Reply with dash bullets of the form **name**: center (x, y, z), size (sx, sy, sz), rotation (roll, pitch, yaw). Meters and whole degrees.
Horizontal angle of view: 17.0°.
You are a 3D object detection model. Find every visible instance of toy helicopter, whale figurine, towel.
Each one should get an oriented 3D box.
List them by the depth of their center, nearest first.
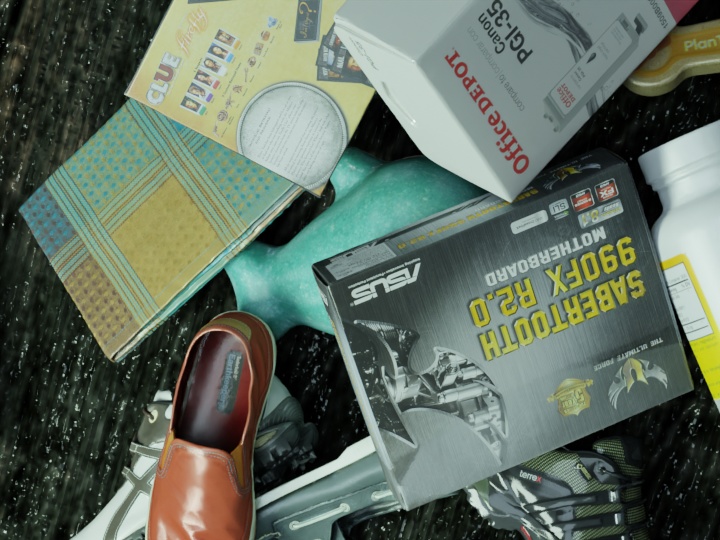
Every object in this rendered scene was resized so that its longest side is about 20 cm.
- **toy helicopter**: center (0.252, -0.152, 1.467), size (0.199, 0.079, 0.133), rotation (-9, 71, 6)
- **whale figurine**: center (0.000, 0.000, 1.534), size (0.199, 0.104, 0.160), rotation (-10, 91, 18)
- **towel**: center (-0.125, -0.054, 1.586), size (0.200, 0.022, 0.147), rotation (-43, 61, 16)

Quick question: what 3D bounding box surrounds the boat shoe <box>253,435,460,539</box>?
- **boat shoe**: center (-0.026, 0.162, 1.569), size (0.200, 0.073, 0.062), rotation (-30, 82, 10)

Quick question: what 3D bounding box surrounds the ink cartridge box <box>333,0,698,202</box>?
- **ink cartridge box**: center (0.101, -0.162, 1.417), size (0.200, 0.147, 0.083), rotation (-48, 46, -8)

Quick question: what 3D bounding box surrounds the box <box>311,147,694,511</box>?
- **box**: center (0.088, 0.035, 1.464), size (0.200, 0.048, 0.159), rotation (-21, 110, -8)

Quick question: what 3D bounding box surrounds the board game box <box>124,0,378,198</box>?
- **board game box**: center (-0.037, -0.164, 1.439), size (0.135, 0.035, 0.200), rotation (28, 97, -5)

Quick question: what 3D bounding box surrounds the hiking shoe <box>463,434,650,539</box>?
- **hiking shoe**: center (0.153, 0.155, 1.517), size (0.200, 0.076, 0.101), rotation (43, 106, 10)

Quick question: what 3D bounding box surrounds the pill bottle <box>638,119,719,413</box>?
- **pill bottle**: center (0.242, 0.008, 1.469), size (0.104, 0.104, 0.200), rotation (-24, 88, 15)

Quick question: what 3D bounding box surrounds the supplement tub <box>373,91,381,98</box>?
- **supplement tub**: center (0.001, -0.160, 1.511), size (0.199, 0.107, 0.107), rotation (-4, 93, 0)

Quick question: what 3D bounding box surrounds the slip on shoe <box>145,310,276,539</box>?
- **slip on shoe**: center (-0.099, 0.123, 1.521), size (0.074, 0.061, 0.201), rotation (11, 88, 14)

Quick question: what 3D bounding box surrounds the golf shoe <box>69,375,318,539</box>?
- **golf shoe**: center (-0.126, 0.132, 1.600), size (0.200, 0.078, 0.095), rotation (-33, 74, 8)
